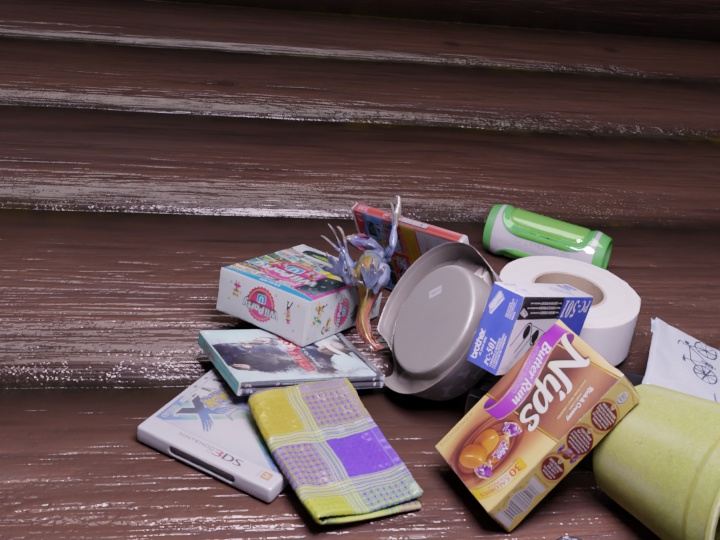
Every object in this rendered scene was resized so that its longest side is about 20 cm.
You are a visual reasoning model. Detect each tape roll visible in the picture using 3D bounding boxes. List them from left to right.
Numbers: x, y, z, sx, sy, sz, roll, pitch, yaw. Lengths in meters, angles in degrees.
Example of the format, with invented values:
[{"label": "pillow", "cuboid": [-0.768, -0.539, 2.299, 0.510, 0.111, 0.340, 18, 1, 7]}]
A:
[{"label": "tape roll", "cuboid": [0.284, 0.056, 1.358, 0.198, 0.072, 0.203, 6, 27, -3]}]

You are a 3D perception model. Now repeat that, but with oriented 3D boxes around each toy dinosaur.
[{"label": "toy dinosaur", "cuboid": [0.000, 0.000, 1.301, 0.103, 0.205, 0.181, 1, -2, 11]}]

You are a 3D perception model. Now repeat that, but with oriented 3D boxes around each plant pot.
[{"label": "plant pot", "cuboid": [0.349, 0.211, 1.012, 0.197, 0.205, 0.183, -11, 20, -32]}]

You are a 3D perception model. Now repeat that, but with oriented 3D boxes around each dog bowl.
[{"label": "dog bowl", "cuboid": [0.103, 0.068, 1.211, 0.058, 0.201, 0.201, 30, 14, -31]}]

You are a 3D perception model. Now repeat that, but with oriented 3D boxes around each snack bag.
[{"label": "snack bag", "cuboid": [0.455, 0.153, 1.261, 0.197, 0.022, 0.189, 28, 32, 7]}]

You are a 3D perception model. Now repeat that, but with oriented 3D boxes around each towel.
[{"label": "towel", "cuboid": [-0.031, 0.192, 1.071, 0.141, 0.023, 0.201, -2, 35, -30]}]

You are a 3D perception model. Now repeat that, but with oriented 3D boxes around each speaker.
[{"label": "speaker", "cuboid": [0.301, -0.044, 1.579, 0.197, 0.090, 0.088, 19, 29, 21]}]

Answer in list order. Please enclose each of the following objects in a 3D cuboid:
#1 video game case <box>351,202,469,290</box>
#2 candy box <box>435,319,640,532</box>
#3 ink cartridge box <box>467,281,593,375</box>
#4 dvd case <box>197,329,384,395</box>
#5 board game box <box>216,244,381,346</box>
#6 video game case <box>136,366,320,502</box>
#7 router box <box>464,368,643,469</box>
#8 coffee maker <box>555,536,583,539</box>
[{"label": "video game case", "cuboid": [0.080, -0.013, 1.379, 0.198, 0.145, 0.017, 19, 51, 38]}, {"label": "candy box", "cuboid": [0.188, 0.164, 1.049, 0.056, 0.200, 0.117, 43, 2, -38]}, {"label": "ink cartridge box", "cuboid": [0.203, 0.066, 1.146, 0.044, 0.096, 0.198, 26, 13, 33]}, {"label": "dvd case", "cuboid": [-0.087, 0.110, 1.213, 0.196, 0.022, 0.146, 3, 20, -30]}, {"label": "board game box", "cuboid": [-0.078, 0.029, 1.330, 0.145, 0.066, 0.199, 20, 20, 26]}, {"label": "video game case", "cuboid": [-0.126, 0.171, 1.126, 0.179, 0.022, 0.200, 19, 29, 22]}, {"label": "router box", "cuboid": [0.239, 0.161, 1.201, 0.196, 0.053, 0.157, 16, 29, 16]}, {"label": "coffee maker", "cuboid": [0.228, 0.332, 0.779, 0.187, 0.137, 0.201, 3, 28, -9]}]
